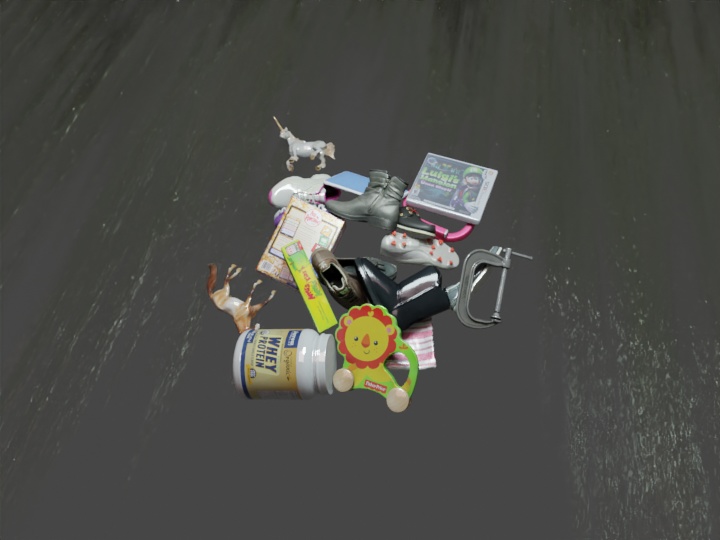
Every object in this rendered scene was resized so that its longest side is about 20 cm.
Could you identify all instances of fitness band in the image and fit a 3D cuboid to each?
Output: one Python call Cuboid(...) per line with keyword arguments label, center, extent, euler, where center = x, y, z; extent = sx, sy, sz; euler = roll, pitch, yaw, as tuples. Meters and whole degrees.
Cuboid(label="fitness band", center=(0.201, -0.151, 1.474), extent=(0.197, 0.038, 0.145), euler=(26, 63, 19))

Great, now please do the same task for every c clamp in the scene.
Cuboid(label="c clamp", center=(0.297, 0.039, 1.294), extent=(0.167, 0.027, 0.205), euler=(19, 84, -17))

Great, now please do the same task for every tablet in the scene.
Cuboid(label="tablet", center=(0.015, -0.213, 1.478), extent=(0.196, 0.014, 0.130), euler=(22, 29, 21))

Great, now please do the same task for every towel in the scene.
Cuboid(label="towel", center=(0.094, 0.129, 1.305), extent=(0.142, 0.030, 0.205), euler=(-3, 57, 4))

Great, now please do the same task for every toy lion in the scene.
Cuboid(label="toy lion", center=(0.034, 0.175, 1.215), extent=(0.195, 0.069, 0.197), euler=(17, 86, 15))

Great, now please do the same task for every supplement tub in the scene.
Cuboid(label="supplement tub", center=(-0.155, 0.197, 1.211), extent=(0.194, 0.146, 0.148), euler=(-2, 56, 9))

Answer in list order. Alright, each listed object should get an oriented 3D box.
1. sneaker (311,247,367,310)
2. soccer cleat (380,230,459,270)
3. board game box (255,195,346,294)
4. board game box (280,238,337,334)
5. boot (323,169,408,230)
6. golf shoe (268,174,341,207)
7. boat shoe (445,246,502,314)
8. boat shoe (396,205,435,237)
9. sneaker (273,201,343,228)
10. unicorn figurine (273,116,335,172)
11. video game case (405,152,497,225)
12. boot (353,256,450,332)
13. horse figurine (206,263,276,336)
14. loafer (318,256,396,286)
Cuboid(label="sneaker", center=(-0.045, 0.039, 1.281), extent=(0.070, 0.201, 0.076), euler=(-36, 33, 7))
Cuboid(label="soccer cleat", center=(0.142, -0.042, 1.394), extent=(0.195, 0.078, 0.071), euler=(16, 59, -8))
Cuboid(label="board game box", center=(-0.141, -0.057, 1.392), extent=(0.149, 0.046, 0.204), euler=(25, 79, 8))
Cuboid(label="board game box", center=(-0.115, 0.039, 1.293), extent=(0.047, 0.102, 0.204), euler=(-25, 85, -7))
Cuboid(label="boot", center=(0.016, -0.180, 1.384), extent=(0.195, 0.068, 0.134), euler=(15, 97, 17))
Cuboid(label="golf shoe", center=(-0.139, -0.200, 1.479), extent=(0.196, 0.077, 0.091), euler=(-19, 33, -28))
Cuboid(label="boat shoe", center=(0.260, 0.009, 1.342), extent=(0.061, 0.073, 0.201), euler=(34, 71, 21))
Cuboid(label="boat shoe", center=(0.109, -0.129, 1.411), extent=(0.199, 0.073, 0.065), euler=(26, 96, 45))
Cuboid(label="sneaker", center=(-0.126, -0.117, 1.465), extent=(0.194, 0.081, 0.091), euler=(-4, 73, 6))
Cuboid(label="unicorn figurine", center=(-0.165, -0.342, 1.622), extent=(0.194, 0.075, 0.140), euler=(11, 48, -4))
Cuboid(label="video game case", center=(0.237, -0.214, 1.483), extent=(0.195, 0.024, 0.184), euler=(17, 57, 16))
Cuboid(label="boot", center=(0.094, 0.030, 1.289), extent=(0.165, 0.077, 0.203), euler=(-28, 79, -8))
Cuboid(label="horse figurine", center=(-0.296, 0.067, 1.366), extent=(0.197, 0.050, 0.134), euler=(30, 81, 14))
Cuboid(label="loafer", center=(0.000, 0.000, 1.347), extent=(0.194, 0.064, 0.073), euler=(-3, 48, -20))
